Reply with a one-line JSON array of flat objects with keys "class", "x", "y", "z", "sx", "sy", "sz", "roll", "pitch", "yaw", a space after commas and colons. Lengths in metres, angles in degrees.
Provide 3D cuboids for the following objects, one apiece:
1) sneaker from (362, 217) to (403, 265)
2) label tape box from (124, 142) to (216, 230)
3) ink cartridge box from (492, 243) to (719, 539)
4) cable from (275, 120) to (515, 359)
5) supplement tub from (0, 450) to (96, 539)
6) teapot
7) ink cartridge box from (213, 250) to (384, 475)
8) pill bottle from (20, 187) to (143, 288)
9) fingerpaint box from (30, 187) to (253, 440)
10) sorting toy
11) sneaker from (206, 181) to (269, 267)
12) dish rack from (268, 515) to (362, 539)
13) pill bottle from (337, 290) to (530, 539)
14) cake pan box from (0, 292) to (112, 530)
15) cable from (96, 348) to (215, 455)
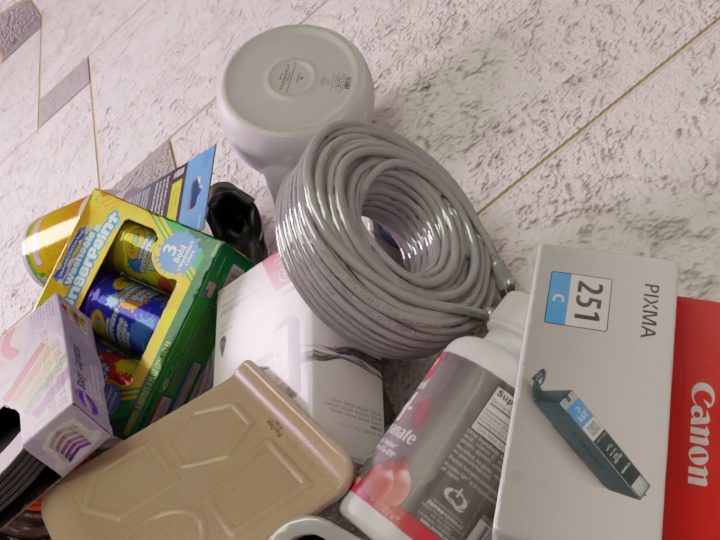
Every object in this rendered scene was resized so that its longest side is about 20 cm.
[{"class": "sneaker", "x": 0.000, "y": 0.000, "z": 0.883, "sx": 0.086, "sy": 0.074, "sz": 0.202, "roll": -27, "pitch": 39, "yaw": 31}, {"class": "label tape box", "x": -0.225, "y": -0.035, "z": 1.025, "sx": 0.198, "sy": 0.063, "sz": 0.145, "roll": -25, "pitch": 41, "yaw": 22}, {"class": "ink cartridge box", "x": 0.181, "y": 0.087, "z": 0.558, "sx": 0.174, "sy": 0.045, "sz": 0.202, "roll": 8, "pitch": 59, "yaw": 12}, {"class": "cable", "x": 0.023, "y": -0.026, "z": 0.754, "sx": 0.069, "sy": 0.198, "sz": 0.202, "roll": -40, "pitch": 61, "yaw": 42}, {"class": "supplement tub", "x": -0.333, "y": 0.220, "z": 0.893, "sx": 0.200, "sy": 0.121, "sz": 0.124, "roll": -49, "pitch": 25, "yaw": 43}, {"class": "teapot", "x": -0.071, "y": -0.180, "z": 1.076, "sx": 0.199, "sy": 0.147, "sz": 0.198, "roll": -34, "pitch": 63, "yaw": -15}, {"class": "ink cartridge box", "x": -0.056, "y": 0.090, "z": 0.783, "sx": 0.145, "sy": 0.084, "sz": 0.203, "roll": -31, "pitch": 51, "yaw": 39}, {"class": "pill bottle", "x": -0.360, "y": -0.045, "z": 1.246, "sx": 0.198, "sy": 0.111, "sz": 0.112, "roll": -17, "pitch": 44, "yaw": 33}, {"class": "fingerpaint box", "x": -0.223, "y": 0.044, "z": 0.881, "sx": 0.165, "sy": 0.073, "sz": 0.202, "roll": 22, "pitch": 81, "yaw": 24}, {"class": "sorting toy", "x": -0.122, "y": 0.164, "z": 0.665, "sx": 0.199, "sy": 0.037, "sz": 0.185, "roll": -34, "pitch": 34, "yaw": -18}, {"class": "sneaker", "x": -0.146, "y": -0.065, "z": 1.061, "sx": 0.066, "sy": 0.091, "sz": 0.201, "roll": -14, "pitch": 38, "yaw": -9}, {"class": "dish rack", "x": -0.016, "y": 0.278, "z": 0.575, "sx": 0.170, "sy": 0.044, "sz": 0.202, "roll": 26, "pitch": 81, "yaw": 14}, {"class": "pill bottle", "x": 0.082, "y": 0.119, "z": 0.647, "sx": 0.201, "sy": 0.111, "sz": 0.110, "roll": -53, "pitch": 36, "yaw": -11}, {"class": "cake pan box", "x": -0.297, "y": 0.132, "z": 0.756, "sx": 0.184, "sy": 0.052, "sz": 0.200, "roll": -41, "pitch": 33, "yaw": 2}, {"class": "cable", "x": -0.225, "y": 0.136, "z": 0.972, "sx": 0.198, "sy": 0.069, "sz": 0.202, "roll": -11, "pitch": 48, "yaw": 38}]
